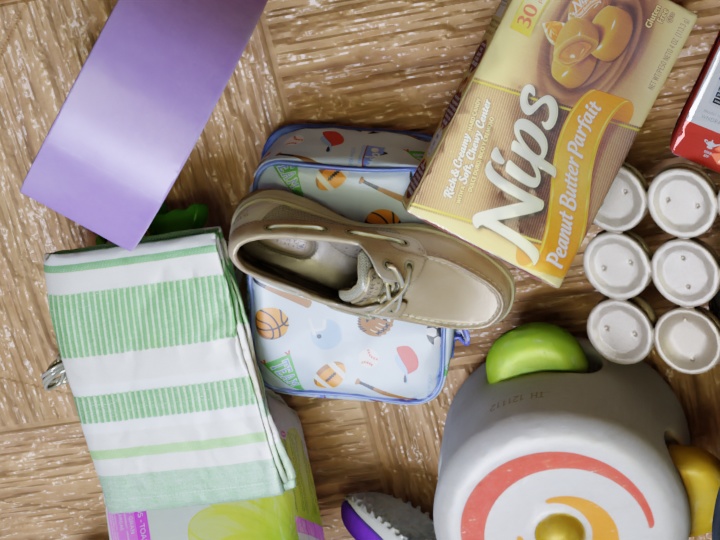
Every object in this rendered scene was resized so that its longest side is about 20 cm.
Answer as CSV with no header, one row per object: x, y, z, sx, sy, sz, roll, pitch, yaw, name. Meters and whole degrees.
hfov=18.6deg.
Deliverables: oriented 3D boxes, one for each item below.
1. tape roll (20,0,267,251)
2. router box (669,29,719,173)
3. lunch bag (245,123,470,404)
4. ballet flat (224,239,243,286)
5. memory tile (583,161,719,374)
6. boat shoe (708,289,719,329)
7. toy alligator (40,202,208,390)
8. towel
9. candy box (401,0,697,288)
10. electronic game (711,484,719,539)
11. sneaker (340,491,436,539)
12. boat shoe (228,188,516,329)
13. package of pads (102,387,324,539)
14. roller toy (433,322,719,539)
-0.138,-0.120,1.424,0.085,0.200,0.201,29,119,-8,tape roll
0.327,-0.123,1.432,0.199,0.049,0.181,22,119,2,router box
0.000,0.000,1.543,0.159,0.076,0.202,3,118,4,lunch bag
-0.146,0.049,1.582,0.046,0.068,0.200,20,129,-23,ballet flat
0.243,0.000,1.474,0.198,0.017,0.155,4,115,27,memory tile
0.338,0.018,1.509,0.198,0.063,0.073,-7,117,12,boat shoe
-0.181,0.004,1.585,0.200,0.059,0.054,-46,62,27,toy alligator
-0.136,0.072,1.543,0.151,0.023,0.202,-8,110,21,towel
0.122,-0.105,1.441,0.115,0.055,0.201,26,98,-7,candy box
0.324,0.149,1.541,0.199,0.042,0.202,-16,121,-29,electronic game
0.044,0.251,1.624,0.200,0.069,0.100,41,109,25,sneaker
0.007,0.003,1.467,0.198,0.065,0.073,18,117,-6,boat shoe
-0.102,0.200,1.600,0.153,0.202,0.068,-20,154,15,package of pads
0.146,0.155,1.567,0.199,0.140,0.183,31,119,-10,roller toy
